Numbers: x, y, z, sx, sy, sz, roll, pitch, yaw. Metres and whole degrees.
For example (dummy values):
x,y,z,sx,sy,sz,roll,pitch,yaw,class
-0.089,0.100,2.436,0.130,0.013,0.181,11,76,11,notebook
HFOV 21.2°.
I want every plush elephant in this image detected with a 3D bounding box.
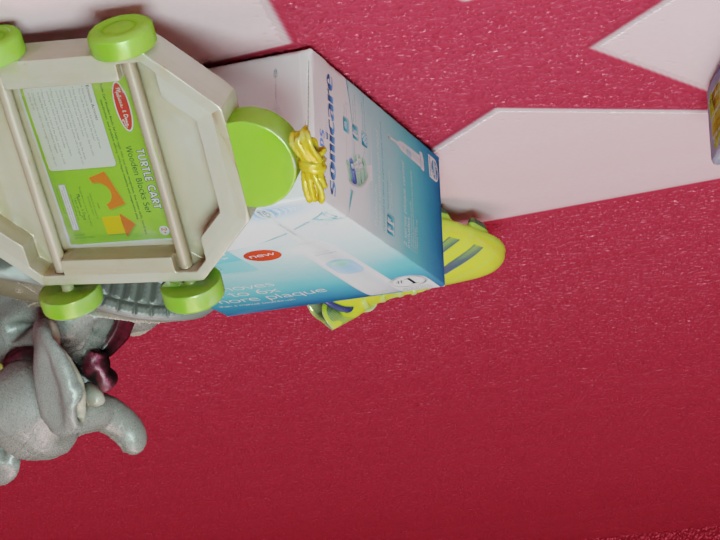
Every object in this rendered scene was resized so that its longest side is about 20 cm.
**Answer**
x,y,z,sx,sy,sz,roll,pitch,yaw,class
-0.198,0.063,1.303,0.200,0.155,0.165,7,162,-34,plush elephant

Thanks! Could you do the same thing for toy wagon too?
x,y,z,sx,sy,sz,roll,pitch,yaw,class
-0.108,-0.051,0.947,0.200,0.040,0.155,-3,122,17,toy wagon

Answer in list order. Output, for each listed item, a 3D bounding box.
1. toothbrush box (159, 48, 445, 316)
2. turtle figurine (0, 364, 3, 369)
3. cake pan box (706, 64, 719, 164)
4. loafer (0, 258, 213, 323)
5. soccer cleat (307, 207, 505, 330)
x,y,z,sx,sy,sz,roll,pitch,yaw,class
-0.053,-0.043,1.079,0.146,0.085,0.200,-8,163,19,toothbrush box
-0.358,0.073,1.494,0.161,0.064,0.200,-12,155,5,turtle figurine
0.287,-0.106,0.970,0.200,0.052,0.184,-2,167,-2,cake pan box
-0.182,-0.011,1.195,0.200,0.075,0.070,13,169,-4,loafer
-0.001,0.000,1.244,0.200,0.084,0.065,3,163,-21,soccer cleat
